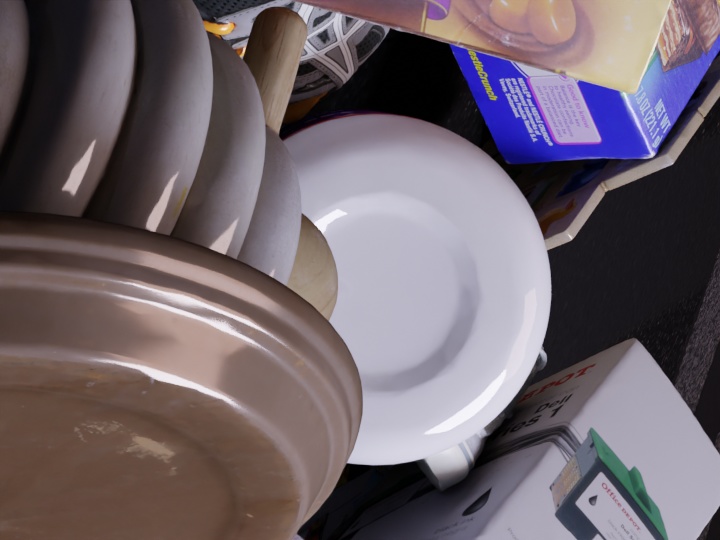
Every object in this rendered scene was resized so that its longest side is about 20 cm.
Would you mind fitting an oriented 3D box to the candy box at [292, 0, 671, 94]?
[{"bbox_3d":[0.021,-0.122,0.735,0.200,0.117,0.057,-96,-158,-67],"label":"candy box"}]

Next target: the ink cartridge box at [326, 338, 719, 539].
[{"bbox_3d":[0.047,0.128,1.056,0.146,0.084,0.200,-28,-170,39],"label":"ink cartridge box"}]

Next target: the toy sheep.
[{"bbox_3d":[-0.086,-0.026,0.649,0.200,0.138,0.138,27,83,-30],"label":"toy sheep"}]

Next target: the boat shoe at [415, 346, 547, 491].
[{"bbox_3d":[0.039,0.035,1.076,0.071,0.070,0.201,-33,-173,5],"label":"boat shoe"}]

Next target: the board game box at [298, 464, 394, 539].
[{"bbox_3d":[-0.032,0.100,1.095,0.126,0.035,0.200,-65,162,-8],"label":"board game box"}]

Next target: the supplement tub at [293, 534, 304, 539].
[{"bbox_3d":[-0.061,0.192,0.869,0.200,0.145,0.145,-48,160,-3],"label":"supplement tub"}]

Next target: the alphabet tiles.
[{"bbox_3d":[0.074,-0.041,1.062,0.200,0.006,0.166,-24,-161,44],"label":"alphabet tiles"}]

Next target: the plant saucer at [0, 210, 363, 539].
[{"bbox_3d":[-0.097,0.050,0.618,0.200,0.200,0.030,78,4,-60],"label":"plant saucer"}]

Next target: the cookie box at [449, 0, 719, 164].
[{"bbox_3d":[0.097,-0.169,0.996,0.200,0.075,0.171,-56,132,-36],"label":"cookie box"}]

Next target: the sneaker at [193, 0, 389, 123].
[{"bbox_3d":[-0.036,-0.089,0.813,0.077,0.078,0.200,-58,160,9],"label":"sneaker"}]

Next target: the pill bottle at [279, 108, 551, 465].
[{"bbox_3d":[0.000,0.000,0.893,0.200,0.112,0.113,-133,-116,-84],"label":"pill bottle"}]
